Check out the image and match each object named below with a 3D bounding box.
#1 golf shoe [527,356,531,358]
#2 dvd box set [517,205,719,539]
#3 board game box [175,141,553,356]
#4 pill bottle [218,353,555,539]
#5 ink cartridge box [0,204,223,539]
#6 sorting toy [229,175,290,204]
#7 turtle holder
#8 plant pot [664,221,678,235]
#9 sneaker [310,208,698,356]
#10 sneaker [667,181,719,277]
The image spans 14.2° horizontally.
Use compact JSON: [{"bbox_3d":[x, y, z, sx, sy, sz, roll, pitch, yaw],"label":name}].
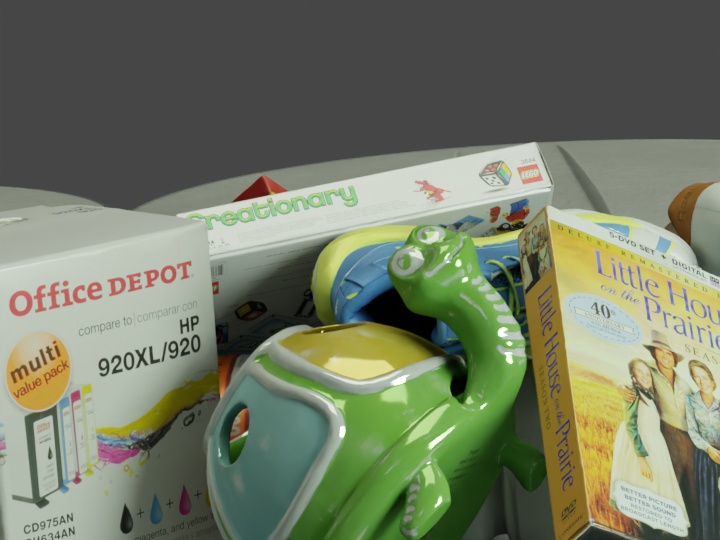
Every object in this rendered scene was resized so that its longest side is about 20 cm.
[{"bbox_3d":[0.119,0.025,1.743,0.199,0.098,0.078,22,-9,-38],"label":"golf shoe"},{"bbox_3d":[0.148,0.071,1.367,0.146,0.029,0.201,23,40,-24],"label":"dvd box set"},{"bbox_3d":[0.000,0.000,1.546,0.199,0.127,0.035,-12,56,-12],"label":"board game box"},{"bbox_3d":[0.011,0.098,1.509,0.199,0.115,0.114,-3,10,8],"label":"pill bottle"},{"bbox_3d":[-0.165,0.077,1.432,0.147,0.201,0.144,-13,14,-43],"label":"ink cartridge box"},{"bbox_3d":[-0.101,0.014,1.789,0.199,0.070,0.199,-20,-17,-19],"label":"sorting toy"},{"bbox_3d":[0.001,0.082,1.364,0.132,0.186,0.141,39,49,21],"label":"turtle holder"},{"bbox_3d":[0.292,-0.004,1.861,0.174,0.201,0.200,-18,6,15],"label":"plant pot"},{"bbox_3d":[0.074,0.019,1.448,0.199,0.076,0.105,-4,15,1],"label":"sneaker"},{"bbox_3d":[0.224,0.026,1.529,0.073,0.201,0.084,-44,34,-22],"label":"sneaker"}]
